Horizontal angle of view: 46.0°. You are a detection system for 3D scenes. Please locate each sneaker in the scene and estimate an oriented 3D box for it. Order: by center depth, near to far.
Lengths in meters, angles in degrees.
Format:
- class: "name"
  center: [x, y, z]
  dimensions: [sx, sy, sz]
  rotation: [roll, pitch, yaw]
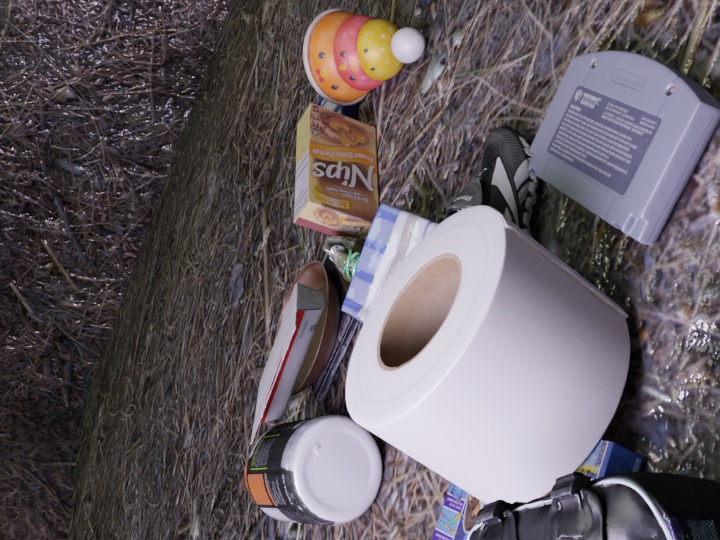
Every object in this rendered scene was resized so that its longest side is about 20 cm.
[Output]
- class: "sneaker"
  center: [0.127, -0.067, 0.843]
  dimensions: [0.066, 0.089, 0.203]
  rotation: [-37, 42, 53]
- class: "sneaker"
  center: [0.000, 0.000, 1.095]
  dimensions: [0.078, 0.087, 0.200]
  rotation: [-69, 23, 8]

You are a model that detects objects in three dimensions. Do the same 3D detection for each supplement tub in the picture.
- class: "supplement tub"
  center: [-0.067, 0.245, 1.038]
  dimensions: [0.199, 0.121, 0.125]
  rotation: [-26, 51, 61]

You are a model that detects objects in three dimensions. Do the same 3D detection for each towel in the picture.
- class: "towel"
  center: [0.058, 0.014, 0.963]
  dimensions: [0.199, 0.024, 0.149]
  rotation: [28, 100, 49]

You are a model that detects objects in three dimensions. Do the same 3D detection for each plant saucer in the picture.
- class: "plant saucer"
  center: [-0.076, 0.088, 1.240]
  dimensions: [0.200, 0.036, 0.203]
  rotation: [-45, 37, 49]

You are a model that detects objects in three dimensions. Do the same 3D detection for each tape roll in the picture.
- class: "tape roll"
  center: [0.098, 0.068, 0.694]
  dimensions: [0.203, 0.138, 0.204]
  rotation: [-49, 20, 24]

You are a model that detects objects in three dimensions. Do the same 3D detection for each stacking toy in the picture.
- class: "stacking toy"
  center: [0.020, -0.331, 1.266]
  dimensions: [0.198, 0.145, 0.149]
  rotation: [3, 76, 51]

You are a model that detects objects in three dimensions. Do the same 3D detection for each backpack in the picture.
- class: "backpack"
  center: [0.156, 0.234, 0.486]
  dimensions: [0.177, 0.148, 0.203]
  rotation: [-38, 46, 48]

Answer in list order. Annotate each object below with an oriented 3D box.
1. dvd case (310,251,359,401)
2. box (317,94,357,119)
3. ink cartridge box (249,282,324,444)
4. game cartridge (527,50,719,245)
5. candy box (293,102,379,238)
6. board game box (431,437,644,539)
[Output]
- class: "dvd case"
  center: [-0.053, 0.075, 1.261]
  dimensions: [0.151, 0.016, 0.201]
  rotation: [-66, 24, 21]
- class: "box"
  center: [-0.041, -0.302, 1.472]
  dimensions: [0.121, 0.032, 0.203]
  rotation: [-39, 41, 53]
- class: "ink cartridge box"
  center: [-0.091, 0.119, 1.092]
  dimensions: [0.200, 0.049, 0.163]
  rotation: [-111, 41, -75]
- class: "game cartridge"
  center: [0.221, -0.118, 0.732]
  dimensions: [0.200, 0.040, 0.135]
  rotation: [-124, 51, -62]
- class: "candy box"
  center: [-0.035, -0.142, 1.240]
  dimensions: [0.055, 0.114, 0.203]
  rotation: [-50, 32, 44]
- class: "board game box"
  center: [0.134, 0.196, 0.694]
  dimensions: [0.199, 0.034, 0.137]
  rotation: [-5, 63, 67]
